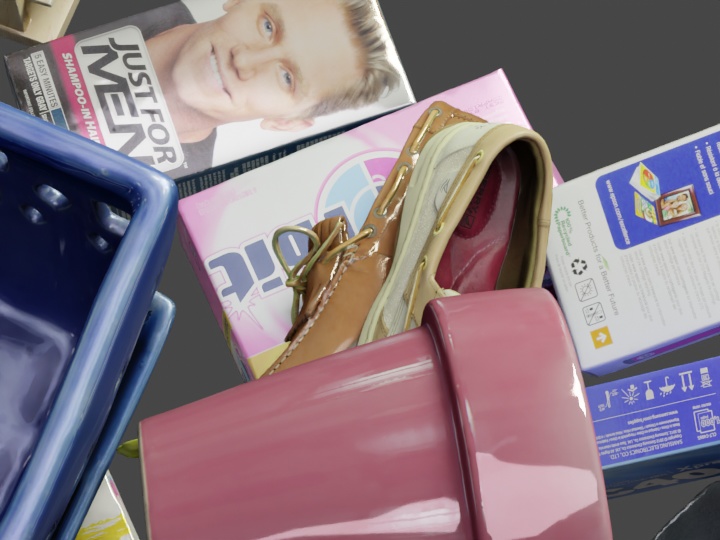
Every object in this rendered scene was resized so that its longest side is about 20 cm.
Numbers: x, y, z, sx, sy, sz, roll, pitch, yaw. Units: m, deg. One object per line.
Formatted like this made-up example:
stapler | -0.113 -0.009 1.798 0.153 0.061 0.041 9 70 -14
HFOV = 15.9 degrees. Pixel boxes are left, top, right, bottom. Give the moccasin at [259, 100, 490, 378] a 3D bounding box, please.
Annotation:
moccasin | 0.000 -0.001 1.270 0.078 0.074 0.201 33 78 14

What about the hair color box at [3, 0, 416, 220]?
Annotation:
hair color box | -0.080 -0.093 1.377 0.200 0.061 0.100 -18 74 -7

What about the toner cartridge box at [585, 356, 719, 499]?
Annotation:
toner cartridge box | 0.122 0.084 1.260 0.200 0.095 0.043 -15 73 27

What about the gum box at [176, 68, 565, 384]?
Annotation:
gum box | 0.017 -0.014 1.350 0.200 0.066 0.114 -23 73 -8

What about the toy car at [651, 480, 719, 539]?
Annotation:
toy car | 0.124 0.184 1.256 0.200 0.158 0.164 -18 83 -19

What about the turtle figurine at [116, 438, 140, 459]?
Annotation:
turtle figurine | -0.060 0.150 1.173 0.064 0.200 0.161 -24 78 37

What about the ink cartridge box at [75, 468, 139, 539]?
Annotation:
ink cartridge box | -0.173 0.144 1.266 0.125 0.129 0.200 -24 73 -8

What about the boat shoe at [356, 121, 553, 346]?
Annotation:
boat shoe | 0.046 0.024 1.210 0.074 0.066 0.200 12 81 -26

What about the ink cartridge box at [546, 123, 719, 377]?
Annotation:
ink cartridge box | 0.189 -0.025 1.267 0.200 0.037 0.095 -21 75 17

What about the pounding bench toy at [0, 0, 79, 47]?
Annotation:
pounding bench toy | -0.215 -0.185 1.354 0.124 0.156 0.200 21 74 5

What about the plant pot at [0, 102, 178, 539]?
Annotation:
plant pot | -0.196 0.038 1.139 0.200 0.180 0.200 21 73 8

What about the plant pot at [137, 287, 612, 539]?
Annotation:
plant pot | 0.002 0.114 1.073 0.179 0.200 0.200 -7 73 -4
